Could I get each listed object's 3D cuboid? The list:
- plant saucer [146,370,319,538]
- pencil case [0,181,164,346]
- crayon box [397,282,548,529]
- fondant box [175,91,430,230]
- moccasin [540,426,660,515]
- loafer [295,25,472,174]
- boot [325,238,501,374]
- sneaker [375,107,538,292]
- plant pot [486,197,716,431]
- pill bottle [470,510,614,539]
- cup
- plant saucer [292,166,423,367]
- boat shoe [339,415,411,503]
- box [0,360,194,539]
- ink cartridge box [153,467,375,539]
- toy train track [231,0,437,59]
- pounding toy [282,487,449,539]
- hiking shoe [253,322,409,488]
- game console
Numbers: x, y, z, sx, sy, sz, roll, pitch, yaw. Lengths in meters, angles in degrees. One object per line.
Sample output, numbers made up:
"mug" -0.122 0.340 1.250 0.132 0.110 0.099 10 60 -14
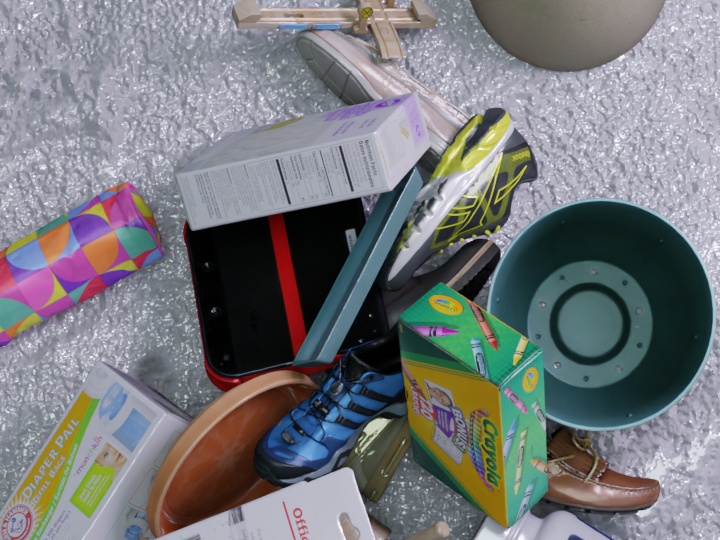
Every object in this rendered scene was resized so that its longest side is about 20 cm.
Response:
"plant saucer" -0.114 0.171 1.701 0.032 0.200 0.201 41 88 30
"pencil case" -0.283 -0.005 1.779 0.199 0.088 0.089 -29 84 3
"crayon box" 0.099 0.119 1.628 0.118 0.201 0.058 33 58 32
"fondant box" -0.050 -0.100 1.709 0.198 0.144 0.059 -10 107 20
"moccasin" 0.181 0.174 1.743 0.199 0.074 0.079 16 95 14
"loafer" 0.028 -0.172 1.785 0.200 0.072 0.063 42 71 -1
"boot" 0.022 0.010 1.766 0.200 0.078 0.138 -42 72 -9
"sneaker" 0.093 -0.052 1.723 0.085 0.074 0.200 41 84 -21
"plant pot" 0.214 0.044 1.702 0.198 0.161 0.203 0 85 4
"pill bottle" 0.190 0.290 1.705 0.199 0.120 0.120 32 88 6
"cup" 0.195 -0.297 1.740 0.198 0.143 0.203 0 86 4
"plant saucer" 0.000 0.000 1.687 0.019 0.070 0.201 31 74 -15
"boat shoe" 0.060 0.127 1.750 0.201 0.073 0.063 -45 86 2
"box" -0.235 0.205 1.727 0.112 0.101 0.201 31 87 39
"ink cartridge box" -0.074 0.254 1.584 0.198 0.068 0.117 -22 74 9
"toy train track" -0.021 -0.245 1.755 0.198 0.033 0.115 -3 46 -21
"pounding toy" -0.030 0.268 1.687 0.142 0.184 0.201 35 88 5
"hiking shoe" -0.019 0.110 1.647 0.199 0.087 0.074 -35 50 -29
"game console" -0.072 0.008 1.752 0.175 0.031 0.202 -14 61 2
